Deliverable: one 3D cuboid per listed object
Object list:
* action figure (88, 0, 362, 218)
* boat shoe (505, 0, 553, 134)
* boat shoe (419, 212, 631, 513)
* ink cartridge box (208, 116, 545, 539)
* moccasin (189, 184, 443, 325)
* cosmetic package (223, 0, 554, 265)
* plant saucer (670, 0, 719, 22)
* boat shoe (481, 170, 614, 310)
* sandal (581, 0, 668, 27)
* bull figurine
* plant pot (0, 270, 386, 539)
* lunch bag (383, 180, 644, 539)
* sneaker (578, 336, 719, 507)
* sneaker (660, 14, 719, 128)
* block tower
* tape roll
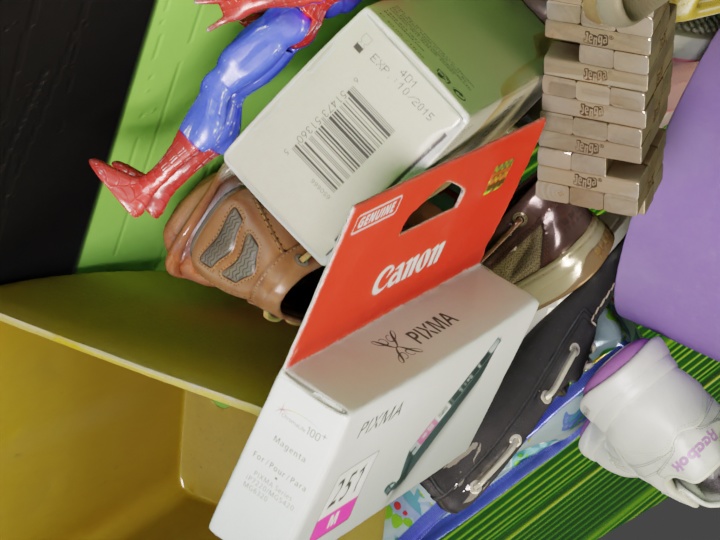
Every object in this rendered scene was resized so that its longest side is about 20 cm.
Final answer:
[{"bbox_3d":[-0.038,-0.107,1.281,0.200,0.052,0.065,-42,169,8],"label":"action figure"},{"bbox_3d":[0.075,-0.094,1.509,0.071,0.066,0.201,-25,161,-24],"label":"boat shoe"},{"bbox_3d":[0.092,0.047,1.555,0.200,0.060,0.074,-48,-162,-29],"label":"boat shoe"},{"bbox_3d":[0.025,0.031,1.303,0.200,0.043,0.174,-27,147,-58],"label":"ink cartridge box"},{"bbox_3d":[0.001,-0.001,1.398,0.074,0.078,0.201,-53,155,12],"label":"moccasin"},{"bbox_3d":[0.022,-0.078,1.351,0.105,0.071,0.200,-45,176,22],"label":"cosmetic package"},{"bbox_3d":[0.214,-0.202,1.418,0.199,0.048,0.201,-16,141,-47],"label":"plant saucer"},{"bbox_3d":[0.039,0.004,1.541,0.199,0.072,0.072,-27,-158,32],"label":"boat shoe"},{"bbox_3d":[0.173,-0.172,1.276,0.200,0.054,0.081,-43,138,-27],"label":"sandal"},{"bbox_3d":[-0.030,-0.032,1.490,0.121,0.065,0.200,-47,167,19],"label":"bull figurine"},{"bbox_3d":[-0.084,0.103,1.456,0.176,0.199,0.201,-31,132,-53],"label":"plant pot"},{"bbox_3d":[0.044,0.048,1.666,0.200,0.170,0.127,-39,163,9],"label":"lunch bag"},{"bbox_3d":[0.173,0.101,1.608,0.075,0.100,0.200,-42,165,1],"label":"sneaker"},{"bbox_3d":[0.148,-0.118,1.566,0.105,0.075,0.200,-47,165,24],"label":"sneaker"},{"bbox_3d":[0.119,-0.118,1.355,0.054,0.057,0.201,-59,154,-50],"label":"block tower"},{"bbox_3d":[0.219,-0.049,1.562,0.200,0.085,0.201,-55,161,-29],"label":"tape roll"}]
